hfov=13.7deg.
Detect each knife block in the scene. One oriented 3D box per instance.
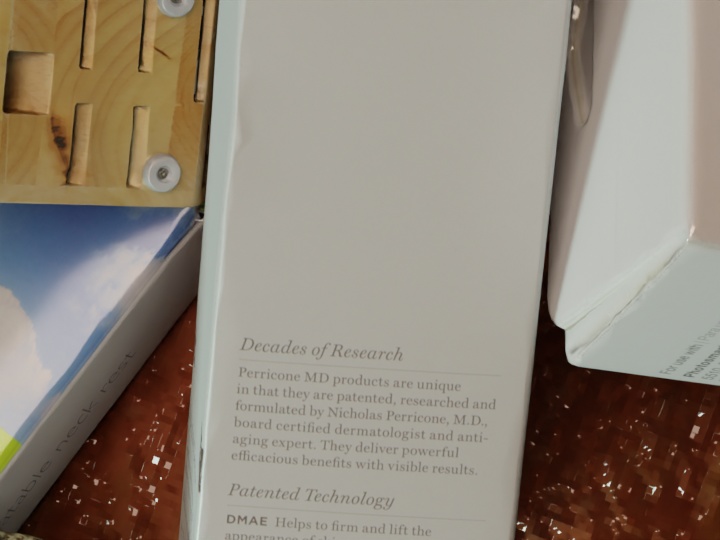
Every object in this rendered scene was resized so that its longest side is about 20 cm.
[{"bbox_3d":[-0.155,-0.066,0.804,0.199,0.175,0.064,1,102,-27],"label":"knife block"}]

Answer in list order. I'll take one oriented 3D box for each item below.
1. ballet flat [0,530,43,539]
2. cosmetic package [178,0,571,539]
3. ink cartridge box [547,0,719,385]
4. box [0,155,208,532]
[{"bbox_3d":[-0.117,0.093,0.770,0.200,0.075,0.068,26,97,-12],"label":"ballet flat"},{"bbox_3d":[0.000,0.000,0.735,0.081,0.113,0.201,2,105,-5],"label":"cosmetic package"},{"bbox_3d":[0.152,-0.046,0.702,0.199,0.084,0.146,7,69,-15],"label":"ink cartridge box"},{"bbox_3d":[-0.127,0.011,0.840,0.122,0.048,0.200,38,92,16],"label":"box"}]
